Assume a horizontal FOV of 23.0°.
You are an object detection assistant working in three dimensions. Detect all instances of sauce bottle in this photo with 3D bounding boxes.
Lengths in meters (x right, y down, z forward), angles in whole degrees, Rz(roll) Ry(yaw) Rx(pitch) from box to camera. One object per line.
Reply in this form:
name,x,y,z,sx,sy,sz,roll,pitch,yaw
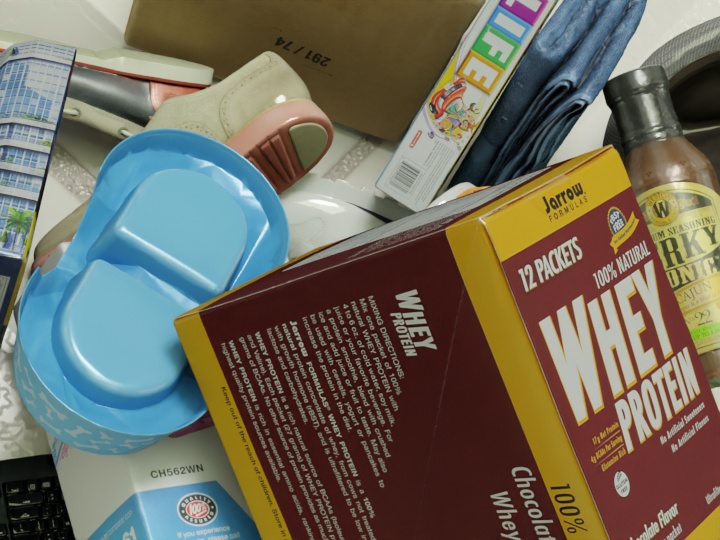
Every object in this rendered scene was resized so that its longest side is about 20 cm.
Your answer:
sauce bottle,0.196,-0.026,1.086,0.065,0.065,0.201,-14,80,-23

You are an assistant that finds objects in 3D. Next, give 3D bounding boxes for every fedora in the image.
fedora,0.248,-0.069,1.186,0.177,0.090,0.200,43,73,6

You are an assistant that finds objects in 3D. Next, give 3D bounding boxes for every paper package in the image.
paper package,-0.028,-0.192,1.094,0.199,0.191,0.104,20,61,-8

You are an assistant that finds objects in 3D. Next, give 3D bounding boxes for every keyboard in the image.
keyboard,-0.159,0.147,0.989,0.199,0.040,0.104,-7,69,-20

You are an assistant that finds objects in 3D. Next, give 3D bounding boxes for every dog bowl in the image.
dog bowl,-0.113,0.013,0.934,0.111,0.050,0.200,31,48,-8

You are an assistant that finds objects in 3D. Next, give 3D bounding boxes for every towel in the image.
towel,0.116,-0.104,1.098,0.048,0.200,0.112,34,61,3

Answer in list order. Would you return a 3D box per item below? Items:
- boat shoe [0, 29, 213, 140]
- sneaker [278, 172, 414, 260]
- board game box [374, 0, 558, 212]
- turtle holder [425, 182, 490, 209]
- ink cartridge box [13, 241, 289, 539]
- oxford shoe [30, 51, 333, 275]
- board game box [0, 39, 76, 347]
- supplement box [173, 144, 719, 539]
boat shoe,-0.190,-0.110,1.079,0.199,0.071,0.063,9,103,-13
sneaker,0.000,0.000,1.090,0.199,0.076,0.081,18,73,-8
board game box,0.079,-0.130,1.079,0.034,0.134,0.200,32,97,1
turtle holder,0.075,0.033,1.022,0.132,0.186,0.141,43,52,12
ink cartridge box,-0.094,0.082,0.989,0.144,0.085,0.200,-4,61,-34
oxford shoe,-0.113,-0.055,1.052,0.200,0.071,0.074,-30,60,3
board game box,-0.214,-0.031,0.985,0.062,0.200,0.200,14,49,-13
supplement box,0.051,0.071,0.874,0.133,0.200,0.198,-28,97,-51
